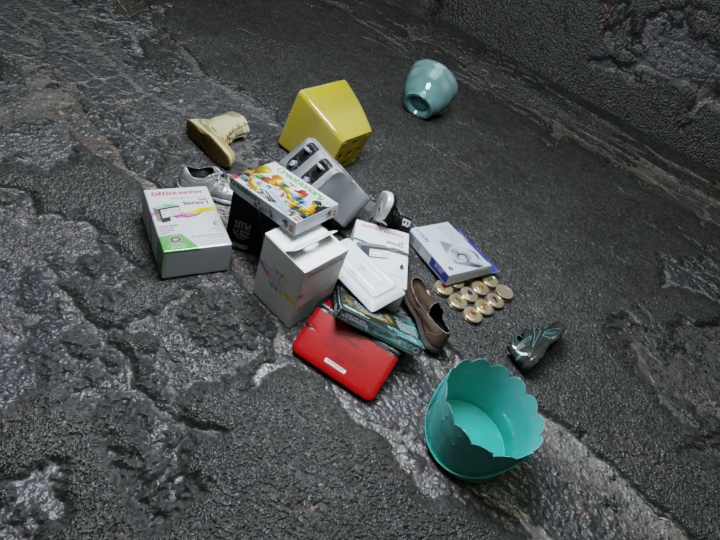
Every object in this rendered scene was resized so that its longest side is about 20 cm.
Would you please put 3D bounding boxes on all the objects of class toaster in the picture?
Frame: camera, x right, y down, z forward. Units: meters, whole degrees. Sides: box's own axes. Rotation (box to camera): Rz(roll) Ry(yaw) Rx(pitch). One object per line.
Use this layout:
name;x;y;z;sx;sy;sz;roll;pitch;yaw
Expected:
toaster;-0.085;-0.215;1.325;0.200;0.119;0.181;38;13;-49

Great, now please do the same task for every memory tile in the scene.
memory tile;0.294;0.053;1.344;0.199;0.017;0.153;-25;61;-40

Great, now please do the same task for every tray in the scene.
tray;0.000;0.000;1.143;0.107;0.022;0.200;-26;59;-36

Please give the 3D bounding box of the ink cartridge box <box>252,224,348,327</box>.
ink cartridge box;-0.126;-0.008;1.087;0.125;0.201;0.128;41;45;19

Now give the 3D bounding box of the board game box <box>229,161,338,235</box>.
board game box;-0.160;-0.154;1.083;0.199;0.035;0.126;35;42;23

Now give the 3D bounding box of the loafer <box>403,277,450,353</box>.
loafer;0.161;0.090;1.198;0.073;0.071;0.201;13;44;-39

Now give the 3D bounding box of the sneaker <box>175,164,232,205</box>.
sneaker;-0.350;-0.216;1.287;0.198;0.082;0.075;0;47;-23

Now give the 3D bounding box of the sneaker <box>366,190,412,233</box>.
sneaker;0.089;-0.138;1.318;0.111;0.200;0.074;11;73;-11

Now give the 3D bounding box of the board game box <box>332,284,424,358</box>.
board game box;0.035;0.105;1.100;0.199;0.028;0.135;27;14;-13

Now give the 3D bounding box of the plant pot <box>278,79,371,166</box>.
plant pot;-0.089;-0.405;1.524;0.177;0.200;0.199;49;47;10

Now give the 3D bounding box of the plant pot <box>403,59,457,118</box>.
plant pot;0.240;-0.651;1.923;0.199;0.201;0.135;30;70;8

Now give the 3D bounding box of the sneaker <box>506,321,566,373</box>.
sneaker;0.424;0.163;1.246;0.079;0.076;0.199;42;45;23

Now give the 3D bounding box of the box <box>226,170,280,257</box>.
box;-0.194;-0.110;1.188;0.198;0.164;0.087;19;42;-6

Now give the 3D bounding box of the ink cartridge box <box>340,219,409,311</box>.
ink cartridge box;0.036;-0.016;1.251;0.143;0.085;0.201;15;43;-7

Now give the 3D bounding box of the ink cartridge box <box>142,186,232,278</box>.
ink cartridge box;-0.384;-0.090;1.143;0.144;0.084;0.201;-9;51;-30

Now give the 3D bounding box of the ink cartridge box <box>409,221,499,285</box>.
ink cartridge box;0.253;-0.055;1.401;0.199;0.041;0.200;-12;47;-31

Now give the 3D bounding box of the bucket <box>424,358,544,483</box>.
bucket;0.225;0.289;0.987;0.205;0.135;0.208;12;42;-11

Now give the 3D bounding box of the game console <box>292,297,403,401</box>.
game console;-0.017;0.158;1.102;0.199;0.119;0.173;31;74;10

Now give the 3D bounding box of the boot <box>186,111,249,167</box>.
boot;-0.366;-0.370;1.443;0.155;0.073;0.200;-28;57;-37
